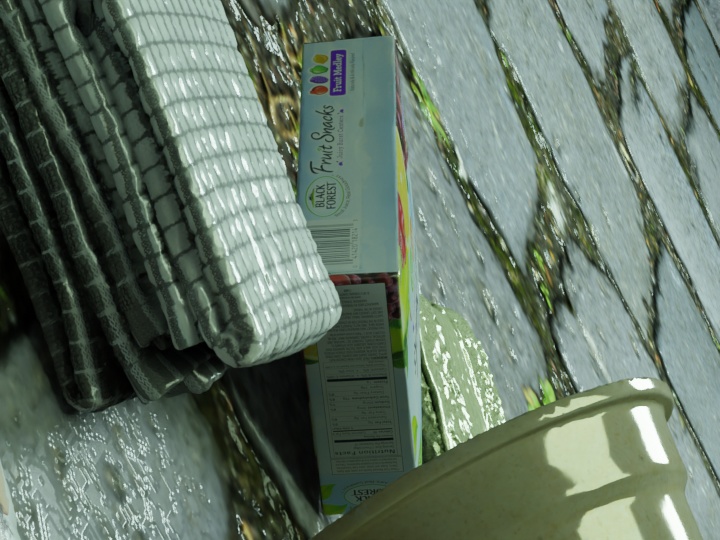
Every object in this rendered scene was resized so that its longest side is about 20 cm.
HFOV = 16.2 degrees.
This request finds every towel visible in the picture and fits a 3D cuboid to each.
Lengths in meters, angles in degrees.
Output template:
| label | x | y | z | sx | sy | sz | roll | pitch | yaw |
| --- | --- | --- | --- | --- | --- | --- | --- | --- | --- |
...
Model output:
| label | x | y | z | sx | sy | sz | roll | pitch | yaw |
| --- | --- | --- | --- | --- | --- | --- | --- | --- | --- |
| towel | -0.091 | -0.046 | 1.019 | 0.166 | 0.086 | 0.200 | -27 | 95 | -77 |
| towel | 0.056 | 0.104 | 1.357 | 0.148 | 0.036 | 0.200 | 27 | 43 | -67 |

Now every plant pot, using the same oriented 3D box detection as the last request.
| label | x | y | z | sx | sy | sz | roll | pitch | yaw |
| --- | --- | --- | --- | --- | --- | --- | --- | --- | --- |
| plant pot | 0.081 | 0.172 | 1.001 | 0.184 | 0.200 | 0.200 | 61 | 14 | 18 |

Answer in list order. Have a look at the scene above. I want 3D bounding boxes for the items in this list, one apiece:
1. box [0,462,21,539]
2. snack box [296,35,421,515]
| label | x | y | z | sx | sy | sz | roll | pitch | yaw |
| --- | --- | --- | --- | --- | --- | --- | --- | --- | --- |
| box | -0.170 | 0.044 | 0.712 | 0.200 | 0.050 | 0.075 | 26 | 44 | -65 |
| snack box | 0.000 | 0.000 | 1.212 | 0.200 | 0.053 | 0.142 | -89 | 175 | -53 |
